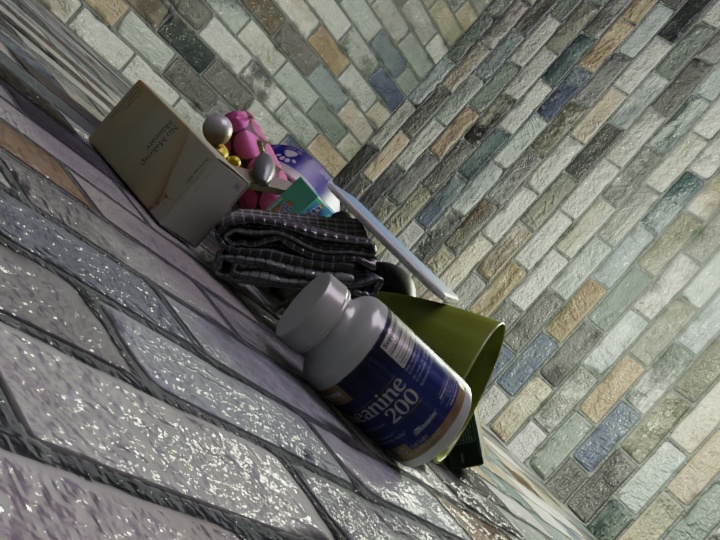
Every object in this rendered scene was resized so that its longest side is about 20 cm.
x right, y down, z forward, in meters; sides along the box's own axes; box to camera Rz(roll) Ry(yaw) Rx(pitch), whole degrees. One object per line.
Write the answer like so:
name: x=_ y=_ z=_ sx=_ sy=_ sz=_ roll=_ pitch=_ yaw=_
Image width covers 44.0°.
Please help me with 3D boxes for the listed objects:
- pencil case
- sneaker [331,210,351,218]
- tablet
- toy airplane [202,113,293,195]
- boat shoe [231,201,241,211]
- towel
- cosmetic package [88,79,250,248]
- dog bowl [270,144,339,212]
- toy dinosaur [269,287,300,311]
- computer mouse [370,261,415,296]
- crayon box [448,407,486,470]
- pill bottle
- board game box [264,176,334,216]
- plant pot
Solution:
pencil case: x=-0.175 y=-0.152 z=1.437 sx=0.090 sy=0.094 sz=0.202 roll=-12 pitch=72 yaw=-41
sneaker: x=-0.015 y=-0.006 z=1.384 sx=0.091 sy=0.075 sz=0.202 roll=-104 pitch=-170 yaw=-46
tablet: x=0.042 y=-0.031 z=1.115 sx=0.200 sy=0.014 sz=0.130 roll=44 pitch=6 yaw=13
toy airplane: x=-0.223 y=-0.157 z=1.294 sx=0.198 sy=0.143 sz=0.199 roll=24 pitch=12 yaw=36
boat shoe: x=-0.236 y=-0.115 z=1.471 sx=0.199 sy=0.067 sz=0.072 roll=40 pitch=39 yaw=-26
towel: x=-0.076 y=-0.026 z=1.074 sx=0.197 sy=0.087 sz=0.166 roll=7 pitch=5 yaw=-9
cosmetic package: x=-0.232 y=-0.131 z=1.066 sx=0.200 sy=0.104 sz=0.073 roll=42 pitch=2 yaw=37
dog bowl: x=-0.138 y=-0.114 z=1.558 sx=0.200 sy=0.200 sz=0.079 roll=43 pitch=44 yaw=-5
toy dinosaur: x=-0.091 y=0.016 z=1.238 sx=0.102 sy=0.077 sz=0.200 roll=35 pitch=2 yaw=-32
computer mouse: x=0.000 y=0.000 z=1.234 sx=0.139 sy=0.047 sz=0.200 roll=26 pitch=-7 yaw=-14
crayon box: x=0.155 y=0.229 z=1.357 sx=0.200 sy=0.051 sz=0.128 roll=39 pitch=40 yaw=-77
pill bottle: x=0.012 y=0.099 z=0.913 sx=0.200 sy=0.111 sz=0.111 roll=43 pitch=1 yaw=-16
board game box: x=-0.110 y=-0.055 z=1.372 sx=0.045 sy=0.152 sz=0.200 roll=48 pitch=2 yaw=14
plant pot: x=0.051 y=0.108 z=1.111 sx=0.198 sy=0.189 sz=0.187 roll=26 pitch=-5 yaw=18
